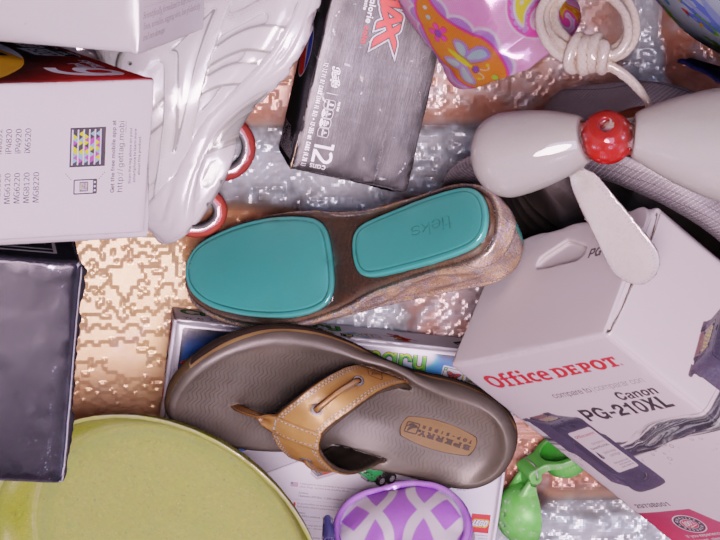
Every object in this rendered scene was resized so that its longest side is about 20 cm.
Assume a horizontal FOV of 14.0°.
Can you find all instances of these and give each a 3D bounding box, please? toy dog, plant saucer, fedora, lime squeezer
[{"bbox_3d":[0.166,-0.057,1.488,0.199,0.096,0.133,18,70,23],"label":"toy dog"},{"bbox_3d":[-0.109,0.159,1.630,0.199,0.031,0.201,9,120,15],"label":"plant saucer"},{"bbox_3d":[0.152,-0.045,1.616,0.199,0.177,0.091,16,63,19],"label":"fedora"},{"bbox_3d":[0.121,0.126,1.691,0.070,0.038,0.201,27,95,-10],"label":"lime squeezer"}]

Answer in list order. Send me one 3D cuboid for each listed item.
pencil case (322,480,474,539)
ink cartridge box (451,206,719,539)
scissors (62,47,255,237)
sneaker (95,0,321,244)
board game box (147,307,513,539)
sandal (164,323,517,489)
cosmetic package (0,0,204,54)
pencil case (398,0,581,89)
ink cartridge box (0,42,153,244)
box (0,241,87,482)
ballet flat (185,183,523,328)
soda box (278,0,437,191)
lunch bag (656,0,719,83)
[{"bbox_3d":[0.034,0.209,1.637,0.083,0.086,0.201,-13,130,-3],"label":"pencil case"},{"bbox_3d":[0.171,0.064,1.598,0.200,0.144,0.085,38,62,-23],"label":"ink cartridge box"},{"bbox_3d":[-0.144,-0.097,1.614,0.200,0.014,0.073,37,96,-16],"label":"scissors"},{"bbox_3d":[-0.091,-0.118,1.573,0.099,0.078,0.201,28,95,-15],"label":"sneaker"},{"bbox_3d":[-0.016,0.095,1.662,0.198,0.035,0.127,7,101,-8],"label":"board game box"},{"bbox_3d":[-0.008,0.086,1.607,0.199,0.055,0.082,17,117,-13],"label":"sandal"},{"bbox_3d":[-0.187,-0.163,1.509,0.199,0.113,0.082,8,103,16],"label":"cosmetic package"},{"bbox_3d":[0.037,-0.192,1.519,0.087,0.087,0.201,-33,109,-1],"label":"pencil case"},{"bbox_3d":[-0.225,-0.071,1.486,0.175,0.200,0.085,-4,104,-31],"label":"ink cartridge box"},{"bbox_3d":[-0.250,0.024,1.529,0.198,0.198,0.124,4,104,-9],"label":"box"},{"bbox_3d":[0.000,0.000,1.619,0.199,0.067,0.069,-8,71,27],"label":"ballet flat"},{"bbox_3d":[0.011,-0.150,1.601,0.070,0.063,0.201,11,101,-12],"label":"soda box"},{"bbox_3d":[0.230,-0.150,1.579,0.127,0.170,0.200,-42,107,1],"label":"lunch bag"}]
